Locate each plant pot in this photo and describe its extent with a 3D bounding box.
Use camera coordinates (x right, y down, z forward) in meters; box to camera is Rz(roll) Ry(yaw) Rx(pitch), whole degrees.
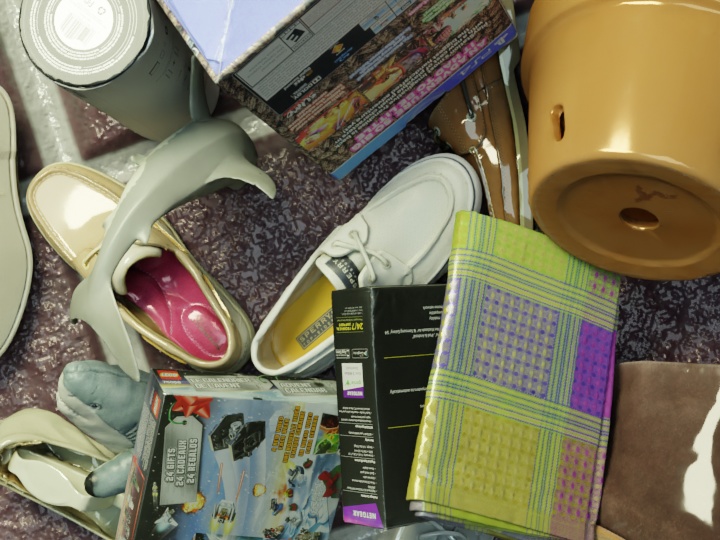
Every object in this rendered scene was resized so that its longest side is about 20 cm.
[{"bbox_3d":[0.187,-0.087,0.809,0.199,0.200,0.140,19,64,1],"label":"plant pot"}]

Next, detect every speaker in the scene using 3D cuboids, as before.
[{"bbox_3d":[-0.147,-0.137,0.830,0.081,0.200,0.082,0,87,5],"label":"speaker"}]

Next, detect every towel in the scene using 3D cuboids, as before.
[{"bbox_3d":[0.100,0.073,0.814,0.143,0.023,0.201,18,73,-28],"label":"towel"}]

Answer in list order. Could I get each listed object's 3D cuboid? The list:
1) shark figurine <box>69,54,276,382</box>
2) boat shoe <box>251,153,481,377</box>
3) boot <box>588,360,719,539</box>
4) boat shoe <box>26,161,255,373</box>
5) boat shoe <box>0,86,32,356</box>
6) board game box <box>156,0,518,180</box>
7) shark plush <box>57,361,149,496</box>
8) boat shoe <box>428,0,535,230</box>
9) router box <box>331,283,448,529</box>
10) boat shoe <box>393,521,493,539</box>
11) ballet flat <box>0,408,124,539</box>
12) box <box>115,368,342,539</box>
[{"bbox_3d":[-0.103,-0.043,0.807,0.089,0.128,0.215,22,45,14],"label":"shark figurine"},{"bbox_3d":[0.000,0.000,0.864,0.200,0.070,0.071,-43,78,16],"label":"boat shoe"},{"bbox_3d":[0.226,0.141,0.795,0.200,0.072,0.167,2,79,43],"label":"boot"},{"bbox_3d":[-0.153,-0.004,0.891,0.200,0.069,0.074,40,88,1],"label":"boat shoe"},{"bbox_3d":[-0.272,-0.034,0.906,0.067,0.057,0.201,-1,92,-36],"label":"boat shoe"},{"bbox_3d":[-0.012,-0.165,0.795,0.159,0.200,0.097,-39,68,7],"label":"board game box"},{"bbox_3d":[-0.104,0.105,0.861,0.199,0.091,0.083,15,130,-11],"label":"shark plush"},{"bbox_3d":[0.082,-0.103,0.899,0.068,0.072,0.201,-7,79,4],"label":"boat shoe"},{"bbox_3d":[0.079,0.081,0.849,0.199,0.051,0.150,-1,87,-33],"label":"router box"},{"bbox_3d":[0.048,0.197,0.885,0.072,0.069,0.200,29,88,1],"label":"boat shoe"},{"bbox_3d":[-0.169,0.162,0.888,0.200,0.069,0.070,27,89,1],"label":"ballet flat"},{"bbox_3d":[-0.087,0.165,0.845,0.137,0.040,0.201,6,109,-26],"label":"box"}]
